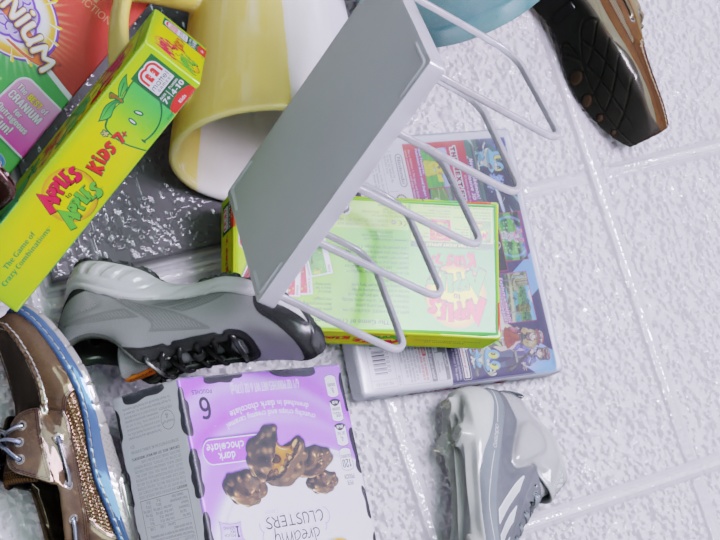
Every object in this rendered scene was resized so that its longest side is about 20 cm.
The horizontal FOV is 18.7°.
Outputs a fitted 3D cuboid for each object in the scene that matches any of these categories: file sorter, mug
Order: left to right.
[{"bbox_3d":[-0.075,-0.155,1.586,0.186,0.149,0.154,37,45,-54],"label":"mug"},{"bbox_3d":[0.023,-0.069,1.464,0.124,0.200,0.139,24,24,-27],"label":"file sorter"}]

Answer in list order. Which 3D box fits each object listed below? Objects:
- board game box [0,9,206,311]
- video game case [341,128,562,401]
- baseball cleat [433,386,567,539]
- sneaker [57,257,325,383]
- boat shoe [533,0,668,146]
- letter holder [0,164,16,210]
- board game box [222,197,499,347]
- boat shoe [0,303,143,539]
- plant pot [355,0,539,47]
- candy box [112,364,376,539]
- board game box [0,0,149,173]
[{"bbox_3d":[-0.184,-0.075,1.472,0.048,0.102,0.200,37,104,-12],"label":"board game box"},{"bbox_3d":[0.056,-0.007,1.686,0.181,0.023,0.201,-6,77,-29],"label":"video game case"},{"bbox_3d":[0.110,0.184,1.629,0.106,0.070,0.201,6,73,-26],"label":"baseball cleat"},{"bbox_3d":[-0.117,0.046,1.501,0.074,0.199,0.080,64,37,-52],"label":"sneaker"},{"bbox_3d":[0.200,-0.202,1.790,0.074,0.076,0.201,-27,90,-34],"label":"boat shoe"},{"bbox_3d":[-0.338,-0.080,1.431,0.200,0.142,0.101,48,60,-8],"label":"letter holder"},{"bbox_3d":[0.000,0.000,1.603,0.199,0.048,0.102,2,79,-14],"label":"board game box"},{"bbox_3d":[-0.209,0.121,1.479,0.072,0.072,0.201,-24,87,-29],"label":"boat shoe"},{"bbox_3d":[0.065,-0.250,1.626,0.200,0.200,0.135,-42,118,-30],"label":"plant pot"},{"bbox_3d":[-0.071,0.173,1.505,0.167,0.071,0.201,-2,77,-50],"label":"candy box"},{"bbox_3d":[-0.262,-0.174,1.558,0.153,0.040,0.200,41,61,-11],"label":"board game box"}]
